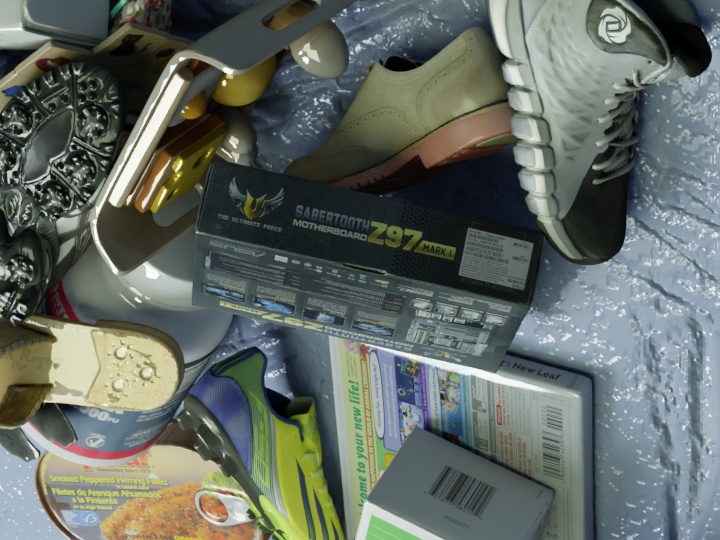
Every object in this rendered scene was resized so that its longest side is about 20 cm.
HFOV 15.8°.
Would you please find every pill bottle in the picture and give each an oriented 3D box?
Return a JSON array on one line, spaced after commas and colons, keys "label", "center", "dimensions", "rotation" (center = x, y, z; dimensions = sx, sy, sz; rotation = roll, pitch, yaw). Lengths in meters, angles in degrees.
[{"label": "pill bottle", "center": [-0.150, 0.029, 1.701], "dimensions": [0.119, 0.120, 0.200], "rotation": [37, 135, 3]}]

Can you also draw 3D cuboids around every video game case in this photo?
[{"label": "video game case", "center": [0.068, 0.130, 1.701], "dimensions": [0.181, 0.022, 0.201], "rotation": [15, 131, 24]}]

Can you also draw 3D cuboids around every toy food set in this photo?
[{"label": "toy food set", "center": [-0.072, -0.088, 1.535], "dimensions": [0.060, 0.143, 0.200], "rotation": [43, 136, 9]}]

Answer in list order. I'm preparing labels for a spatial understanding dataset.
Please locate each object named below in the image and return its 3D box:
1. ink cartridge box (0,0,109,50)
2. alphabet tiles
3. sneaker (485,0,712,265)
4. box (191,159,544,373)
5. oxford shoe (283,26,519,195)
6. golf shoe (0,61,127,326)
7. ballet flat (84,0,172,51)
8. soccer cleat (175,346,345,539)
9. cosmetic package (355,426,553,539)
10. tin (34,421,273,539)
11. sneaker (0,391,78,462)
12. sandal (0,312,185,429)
[{"label": "ink cartridge box", "center": [-0.249, -0.207, 1.562], "dimensions": [0.199, 0.087, 0.146], "rotation": [1, 87, 34]}, {"label": "alphabet tiles", "center": [-0.175, -0.091, 1.595], "dimensions": [0.200, 0.166, 0.006], "rotation": [-33, 64, 31]}, {"label": "sneaker", "center": [0.145, -0.091, 1.443], "dimensions": [0.115, 0.075, 0.201], "rotation": [-1, 121, 32]}, {"label": "box", "center": [0.000, 0.000, 1.536], "dimensions": [0.199, 0.051, 0.158], "rotation": [13, 162, 0]}, {"label": "oxford shoe", "center": [0.021, -0.088, 1.546], "dimensions": [0.199, 0.071, 0.074], "rotation": [-20, 85, 43]}, {"label": "golf shoe", "center": [-0.183, -0.061, 1.576], "dimensions": [0.078, 0.094, 0.200], "rotation": [40, 130, 7]}, {"label": "ballet flat", "center": [-0.158, -0.129, 1.625], "dimensions": [0.064, 0.076, 0.200], "rotation": [41, 146, -14]}, {"label": "soccer cleat", "center": [-0.048, 0.132, 1.750], "dimensions": [0.065, 0.084, 0.200], "rotation": [32, 161, 49]}, {"label": "cosmetic package", "center": [0.048, 0.213, 1.705], "dimensions": [0.107, 0.085, 0.201], "rotation": [23, 133, 13]}, {"label": "tin", "center": [-0.146, 0.160, 1.858], "dimensions": [0.199, 0.042, 0.112], "rotation": [-1, 126, 34]}, {"label": "sneaker", "center": [-0.249, 0.025, 1.686], "dimensions": [0.104, 0.060, 0.201], "rotation": [-6, 101, 55]}, {"label": "sandal", "center": [-0.219, 0.063, 1.605], "dimensions": [0.210, 0.070, 0.078], "rotation": [0, 101, 8]}]
